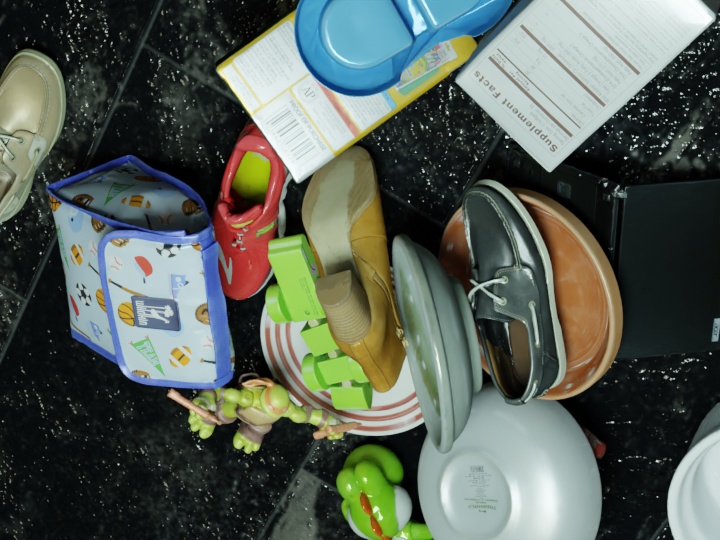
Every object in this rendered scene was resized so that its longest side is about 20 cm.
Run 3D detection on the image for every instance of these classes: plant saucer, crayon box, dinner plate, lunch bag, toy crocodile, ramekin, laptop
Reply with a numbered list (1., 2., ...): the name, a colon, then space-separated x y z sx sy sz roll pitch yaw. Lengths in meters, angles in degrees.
1. plant saucer: 0.156 0.020 1.695 0.200 0.032 0.201 22 124 37
2. crayon box: -0.011 -0.187 1.636 0.200 0.052 0.126 -35 103 3
3. dinner plate: -0.001 0.071 1.818 0.199 0.024 0.201 9 119 16
4. lunch bag: -0.197 0.007 1.751 0.200 0.124 0.171 26 132 43
5. toy crocodile: -0.033 0.052 1.762 0.067 0.062 0.201 -14 115 26
6. ramekin: 0.387 0.200 1.708 0.199 0.098 0.201 9 120 15
7. plant saucer: 0.073 0.062 1.677 0.050 0.200 0.201 -11 116 -6
8. laptop: 0.235 -0.021 1.695 0.199 0.103 0.178 24 125 37

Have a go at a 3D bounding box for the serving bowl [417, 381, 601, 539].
1. serving bowl: 0.127 0.207 1.751 0.199 0.066 0.201 5 97 40

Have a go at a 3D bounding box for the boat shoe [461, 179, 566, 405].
1. boat shoe: 0.129 0.020 1.650 0.072 0.067 0.201 -6 103 44

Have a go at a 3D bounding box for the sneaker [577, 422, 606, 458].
1. sneaker: 0.181 0.233 1.810 0.084 0.075 0.201 23 122 11

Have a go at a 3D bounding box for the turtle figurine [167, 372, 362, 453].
1. turtle figurine: -0.111 0.132 1.818 0.199 0.065 0.161 9 163 -23

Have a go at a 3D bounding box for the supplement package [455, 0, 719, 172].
1. supplement package: 0.194 -0.202 1.550 0.117 0.117 0.200 42 122 -7

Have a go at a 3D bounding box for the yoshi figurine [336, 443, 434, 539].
1. yoshi figurine: 0.038 0.250 1.875 0.112 0.112 0.200 26 151 53

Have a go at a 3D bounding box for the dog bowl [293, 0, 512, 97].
1. dog bowl: 0.035 -0.229 1.581 0.199 0.050 0.112 -31 103 1

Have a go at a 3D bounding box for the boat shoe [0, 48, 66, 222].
1. boat shoe: -0.341 -0.121 1.809 0.072 0.065 0.201 29 122 2

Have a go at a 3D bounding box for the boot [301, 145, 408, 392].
1. boot: 0.001 0.000 1.719 0.070 0.202 0.144 -10 141 16

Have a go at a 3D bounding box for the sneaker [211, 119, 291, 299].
1. sneaker: -0.111 -0.056 1.743 0.077 0.085 0.201 19 121 10
